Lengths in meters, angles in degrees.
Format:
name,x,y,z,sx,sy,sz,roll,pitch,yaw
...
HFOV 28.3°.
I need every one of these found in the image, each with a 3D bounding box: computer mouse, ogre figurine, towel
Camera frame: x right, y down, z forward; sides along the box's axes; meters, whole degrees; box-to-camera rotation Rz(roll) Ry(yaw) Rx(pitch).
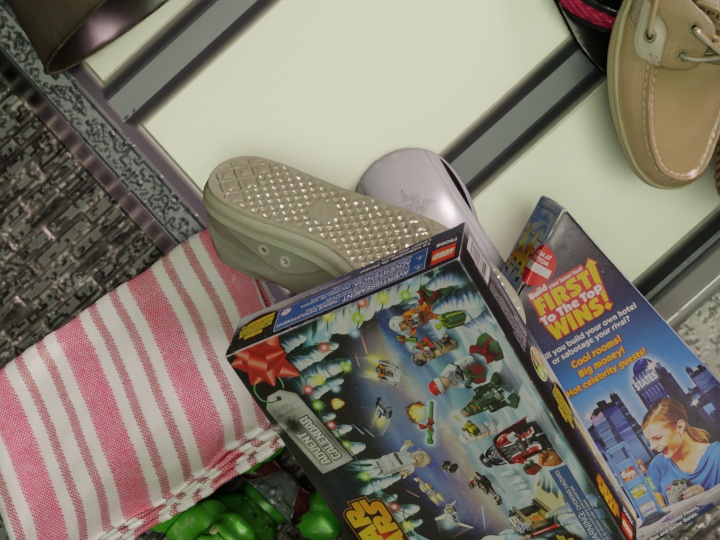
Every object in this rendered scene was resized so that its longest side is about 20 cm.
name,x,y,z,sx,sy,sz,roll,pitch,yaw
computer mouse,0.058,0.022,0.858,0.109,0.044,0.201,-28,98,2
ogre figurine,-0.055,0.140,0.843,0.120,0.098,0.200,-46,105,-6
towel,-0.132,0.074,0.819,0.200,0.030,0.147,-33,58,4

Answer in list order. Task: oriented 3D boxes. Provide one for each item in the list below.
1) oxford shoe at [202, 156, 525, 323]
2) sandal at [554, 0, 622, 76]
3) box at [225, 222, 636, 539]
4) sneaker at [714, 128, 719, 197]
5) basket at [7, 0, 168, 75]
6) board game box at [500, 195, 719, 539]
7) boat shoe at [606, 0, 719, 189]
name,x,y,z,sx,sy,sz,roll,pitch,yaw
oxford shoe,0.000,0.000,0.788,0.199,0.075,0.058,25,135,18
sandal,0.139,-0.178,0.834,0.075,0.045,0.200,-43,98,3
box,0.040,0.087,0.740,0.136,0.040,0.200,-23,114,23
sneaker,0.277,-0.113,0.841,0.108,0.070,0.201,22,77,-27
basket,-0.161,-0.241,0.770,0.180,0.136,0.200,-37,95,8
board game box,0.112,0.071,0.824,0.199,0.062,0.200,-29,102,0
boat shoe,0.186,-0.141,0.792,0.072,0.065,0.201,-1,104,-21
